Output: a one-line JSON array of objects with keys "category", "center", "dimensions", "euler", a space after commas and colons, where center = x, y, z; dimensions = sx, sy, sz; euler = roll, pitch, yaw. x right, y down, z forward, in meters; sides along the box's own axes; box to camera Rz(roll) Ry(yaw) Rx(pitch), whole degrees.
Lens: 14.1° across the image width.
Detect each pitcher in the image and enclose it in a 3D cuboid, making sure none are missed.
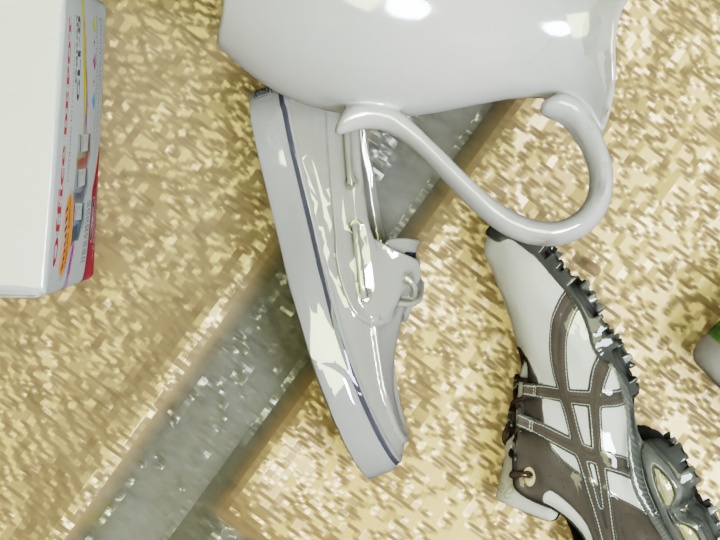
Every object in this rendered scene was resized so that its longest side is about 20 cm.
[{"category": "pitcher", "center": [0.032, -0.105, 1.375], "dimensions": [0.199, 0.121, 0.172], "euler": [11, 69, -3]}]

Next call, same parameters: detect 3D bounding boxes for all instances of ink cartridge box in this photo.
[{"category": "ink cartridge box", "center": [-0.202, -0.065, 1.370], "dimensions": [0.144, 0.200, 0.146], "euler": [4, 93, 1]}]

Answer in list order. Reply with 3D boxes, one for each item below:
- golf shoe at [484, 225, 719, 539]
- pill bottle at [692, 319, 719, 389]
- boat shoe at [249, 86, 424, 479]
[{"category": "golf shoe", "center": [0.098, 0.071, 1.434], "dimensions": [0.094, 0.078, 0.201], "euler": [-28, 91, 2]}, {"category": "pill bottle", "center": [0.267, 0.009, 1.410], "dimensions": [0.111, 0.111, 0.200], "euler": [45, 92, -1]}, {"category": "boat shoe", "center": [0.000, 0.000, 1.439], "dimensions": [0.065, 0.072, 0.201], "euler": [-15, 84, 6]}]
